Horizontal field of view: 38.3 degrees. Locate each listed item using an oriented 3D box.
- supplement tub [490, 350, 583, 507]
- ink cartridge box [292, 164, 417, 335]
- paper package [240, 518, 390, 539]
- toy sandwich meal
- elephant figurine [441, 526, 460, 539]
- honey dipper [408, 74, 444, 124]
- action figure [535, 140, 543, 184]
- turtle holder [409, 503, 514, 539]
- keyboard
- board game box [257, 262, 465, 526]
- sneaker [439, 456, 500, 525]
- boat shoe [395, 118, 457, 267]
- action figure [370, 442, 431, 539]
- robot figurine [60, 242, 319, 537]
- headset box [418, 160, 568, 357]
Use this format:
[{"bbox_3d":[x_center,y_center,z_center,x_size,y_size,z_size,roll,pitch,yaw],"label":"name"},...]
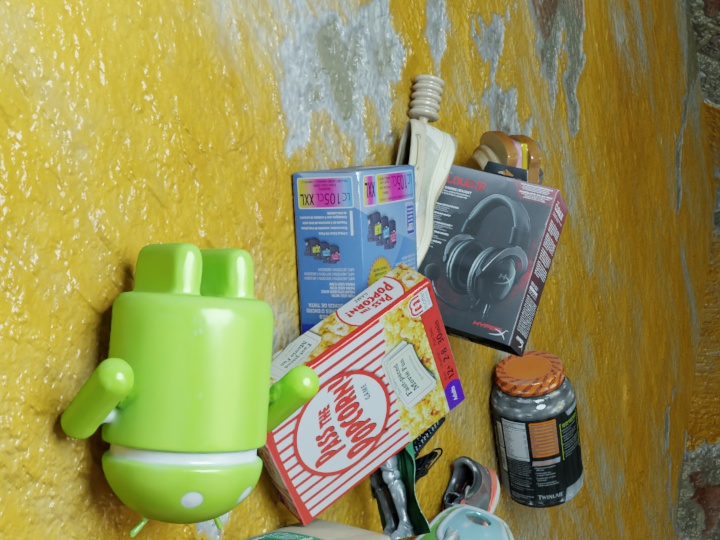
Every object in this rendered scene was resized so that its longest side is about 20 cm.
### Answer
[{"bbox_3d":[0.253,0.226,1.490,0.123,0.121,0.203,-45,131,-54],"label":"supplement tub"},{"bbox_3d":[0.000,0.000,1.024,0.136,0.075,0.203,-17,108,-62],"label":"ink cartridge box"},{"bbox_3d":[-0.056,0.325,0.890,0.199,0.102,0.194,7,83,-63],"label":"paper package"},{"bbox_3d":[0.183,-0.076,1.307,0.205,0.069,0.208,170,-90,-83],"label":"toy sandwich meal"},{"bbox_3d":[0.087,0.340,0.952,0.156,0.141,0.200,56,-12,9],"label":"elephant figurine"},{"bbox_3d":[0.063,-0.124,1.193,0.038,0.038,0.203,29,69,-61],"label":"honey dipper"},{"bbox_3d":[0.249,-0.107,1.533,0.130,0.069,0.202,47,47,-48],"label":"action figure"},{"bbox_3d":[0.135,0.346,1.183,0.132,0.183,0.142,-63,142,-39],"label":"turtle holder"},{"bbox_3d":[0.069,0.196,1.209,0.200,0.039,0.106,-36,122,-57],"label":"keyboard"},{"bbox_3d":[-0.007,0.111,0.936,0.199,0.046,0.153,-35,129,-19],"label":"board game box"},{"bbox_3d":[0.121,0.326,1.302,0.082,0.076,0.202,46,42,-38],"label":"sneaker"},{"bbox_3d":[0.045,-0.066,1.129,0.064,0.072,0.202,23,79,-19],"label":"boat shoe"},{"bbox_3d":[0.019,0.173,1.061,0.054,0.118,0.203,-4,73,-25],"label":"action figure"},{"bbox_3d":[-0.121,0.084,0.732,0.174,0.115,0.203,6,87,-41],"label":"robot figurine"},{"bbox_3d":[0.138,-0.023,1.170,0.077,0.147,0.202,35,73,-66],"label":"headset box"}]
